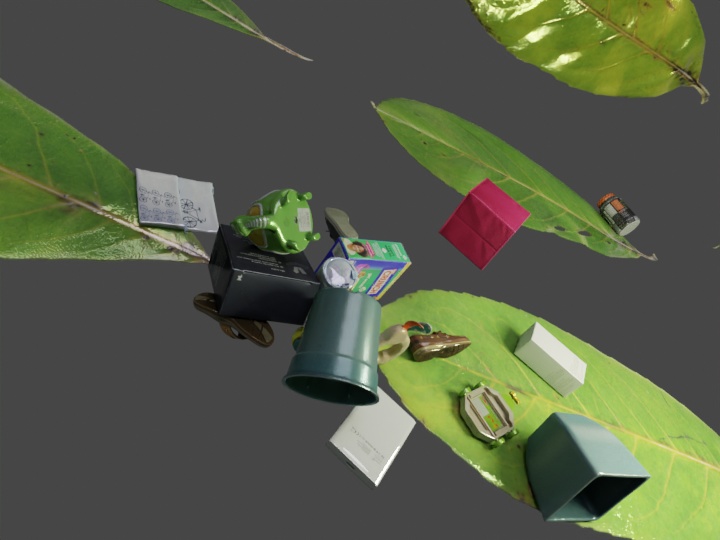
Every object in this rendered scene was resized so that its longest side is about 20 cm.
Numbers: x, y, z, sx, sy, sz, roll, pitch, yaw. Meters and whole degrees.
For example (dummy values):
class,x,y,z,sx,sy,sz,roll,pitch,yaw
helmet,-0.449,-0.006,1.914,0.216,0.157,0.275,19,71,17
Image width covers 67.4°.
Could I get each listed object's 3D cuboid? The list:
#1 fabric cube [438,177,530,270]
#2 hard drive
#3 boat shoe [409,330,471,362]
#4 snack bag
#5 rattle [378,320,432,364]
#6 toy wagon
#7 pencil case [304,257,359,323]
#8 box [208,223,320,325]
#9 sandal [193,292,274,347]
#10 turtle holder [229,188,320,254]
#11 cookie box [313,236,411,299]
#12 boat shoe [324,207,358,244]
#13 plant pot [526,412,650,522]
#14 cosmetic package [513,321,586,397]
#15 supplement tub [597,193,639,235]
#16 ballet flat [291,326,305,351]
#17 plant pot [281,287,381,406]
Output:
class,x,y,z,sx,sy,sz,roll,pitch,yaw
fabric cube,0.425,-0.161,1.852,0.199,0.201,0.196,41,39,9
hard drive,0.027,0.348,1.157,0.132,0.027,0.200,42,39,6
boat shoe,0.213,0.190,1.428,0.198,0.072,0.068,-1,53,-36
snack bag,-0.443,-0.168,1.319,0.198,0.021,0.190,7,46,-33
rattle,0.065,0.128,1.269,0.129,0.200,0.144,16,42,-24
toy wagon,0.339,0.360,1.381,0.199,0.040,0.156,-9,57,-44
pencil case,-0.081,0.050,1.237,0.090,0.200,0.084,-6,63,-34
box,-0.220,0.009,1.197,0.195,0.118,0.200,11,26,-29
sandal,-0.270,0.112,1.148,0.198,0.054,0.080,26,24,10
turtle holder,-0.183,-0.092,1.148,0.186,0.130,0.142,-60,138,-48
cookie box,0.000,0.000,1.375,0.198,0.171,0.076,2,52,-36
boat shoe,-0.063,-0.119,1.539,0.074,0.063,0.201,5,33,-28
plant pot,0.518,0.461,1.306,0.194,0.197,0.201,12,34,-28
cosmetic package,0.571,0.265,1.622,0.200,0.085,0.108,41,37,6
supplement tub,1.295,-0.285,2.722,0.122,0.123,0.201,-1,52,-39
ballet flat,-0.064,0.180,1.232,0.198,0.067,0.067,25,26,-14
plant pot,-0.042,0.154,1.112,0.198,0.200,0.198,22,62,-19
